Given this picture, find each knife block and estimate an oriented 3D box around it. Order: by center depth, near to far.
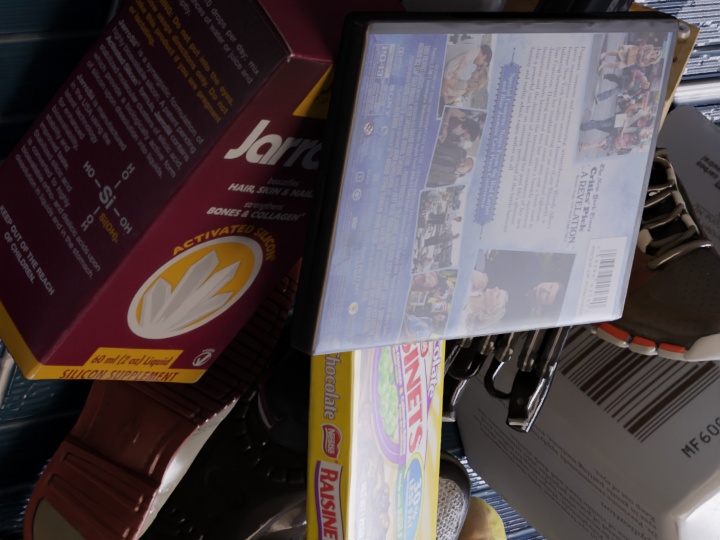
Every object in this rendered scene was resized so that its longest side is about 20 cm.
[{"bbox_3d":[0.091,-0.019,1.417,0.200,0.064,0.176,-62,173,-49],"label":"knife block"}]

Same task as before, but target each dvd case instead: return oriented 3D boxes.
[{"bbox_3d":[0.056,-0.041,1.246,0.200,0.018,0.143,-5,110,-44],"label":"dvd case"}]

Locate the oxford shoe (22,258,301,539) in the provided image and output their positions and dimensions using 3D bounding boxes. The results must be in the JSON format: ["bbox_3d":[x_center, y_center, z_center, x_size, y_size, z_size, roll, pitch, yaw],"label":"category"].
[{"bbox_3d":[-0.096,0.058,1.405,0.200,0.070,0.075,-54,178,-2],"label":"oxford shoe"}]

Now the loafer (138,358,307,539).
[{"bbox_3d":[-0.045,0.101,1.493,0.200,0.073,0.071,-39,162,1],"label":"loafer"}]

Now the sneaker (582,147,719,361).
[{"bbox_3d":[0.135,-0.022,1.462,0.077,0.200,0.082,-10,121,-32],"label":"sneaker"}]

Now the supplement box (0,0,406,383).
[{"bbox_3d":[-0.071,-0.048,1.253,0.110,0.086,0.200,3,135,-50],"label":"supplement box"}]

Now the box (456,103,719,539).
[{"bbox_3d":[0.180,0.063,1.581,0.200,0.199,0.172,-37,145,-17],"label":"box"}]

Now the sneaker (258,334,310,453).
[{"bbox_3d":[0.000,0.000,1.396,0.200,0.075,0.116,-64,160,-61],"label":"sneaker"}]

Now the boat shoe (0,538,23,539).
[{"bbox_3d":[-0.184,0.160,1.380,0.063,0.073,0.200,-55,150,4],"label":"boat shoe"}]

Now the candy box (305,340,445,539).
[{"bbox_3d":[0.008,0.056,1.293,0.102,0.026,0.201,-39,136,-59],"label":"candy box"}]

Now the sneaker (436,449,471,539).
[{"bbox_3d":[0.005,0.194,1.583,0.076,0.114,0.200,40,91,-29],"label":"sneaker"}]

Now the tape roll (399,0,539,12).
[{"bbox_3d":[0.072,-0.149,1.329,0.203,0.037,0.203,-57,168,-20],"label":"tape roll"}]

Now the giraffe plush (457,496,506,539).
[{"bbox_3d":[0.092,0.253,1.699,0.173,0.162,0.200,-55,145,9],"label":"giraffe plush"}]

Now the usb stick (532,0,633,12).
[{"bbox_3d":[0.098,-0.113,1.325,0.200,0.033,0.056,-58,161,-27],"label":"usb stick"}]
